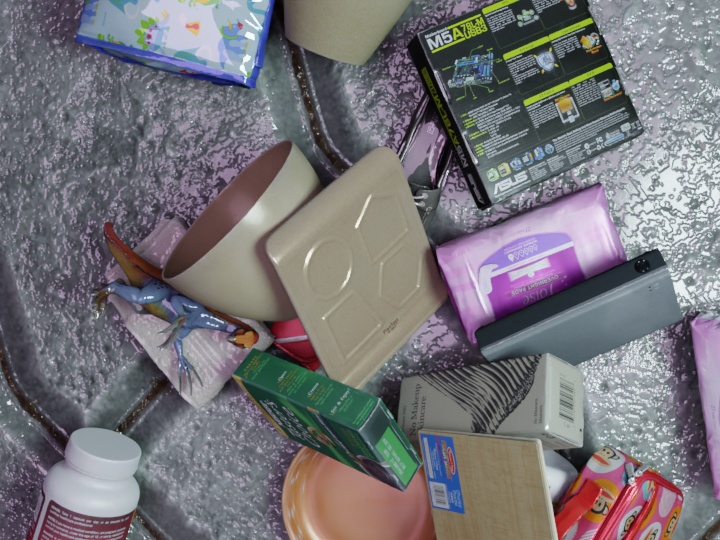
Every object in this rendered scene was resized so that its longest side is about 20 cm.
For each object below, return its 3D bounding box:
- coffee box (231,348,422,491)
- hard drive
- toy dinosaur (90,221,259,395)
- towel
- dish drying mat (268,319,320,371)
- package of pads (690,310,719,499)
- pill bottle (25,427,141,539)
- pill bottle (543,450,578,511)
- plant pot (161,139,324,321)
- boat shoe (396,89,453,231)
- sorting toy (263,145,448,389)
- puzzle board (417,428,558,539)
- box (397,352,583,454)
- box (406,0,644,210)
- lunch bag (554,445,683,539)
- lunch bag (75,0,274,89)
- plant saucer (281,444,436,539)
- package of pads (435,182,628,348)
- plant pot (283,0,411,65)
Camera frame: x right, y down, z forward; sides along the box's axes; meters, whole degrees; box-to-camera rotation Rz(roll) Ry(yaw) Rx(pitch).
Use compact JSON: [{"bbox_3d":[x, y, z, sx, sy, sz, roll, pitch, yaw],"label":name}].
[{"bbox_3d":[-0.038,0.158,0.872,0.199,0.123,0.044,15,57,41],"label":"coffee box"},{"bbox_3d":[0.231,0.057,0.858,0.199,0.140,0.033,-26,57,14],"label":"hard drive"},{"bbox_3d":[-0.203,0.035,0.908,0.180,0.105,0.202,1,78,-10],"label":"toy dinosaur"},{"bbox_3d":[-0.207,0.047,0.965,0.132,0.034,0.200,-41,83,10],"label":"towel"},{"bbox_3d":[-0.027,0.020,0.954,0.077,0.018,0.201,36,98,5],"label":"dish drying mat"},{"bbox_3d":[0.423,0.139,0.846,0.120,0.075,0.202,-7,94,45],"label":"package of pads"},{"bbox_3d":[-0.330,0.298,0.968,0.112,0.113,0.202,20,97,6],"label":"pill bottle"},{"bbox_3d":[0.156,0.291,0.904,0.108,0.109,0.202,23,97,5],"label":"pill bottle"},{"bbox_3d":[-0.099,-0.023,0.888,0.200,0.201,0.134,-43,111,9],"label":"plant pot"},{"bbox_3d":[0.068,-0.122,0.903,0.066,0.057,0.202,19,92,5],"label":"boat shoe"},{"bbox_3d":[0.000,0.000,0.854,0.185,0.036,0.201,-43,124,-27],"label":"sorting toy"},{"bbox_3d":[0.133,0.258,0.809,0.150,0.017,0.202,-5,97,47],"label":"puzzle board"},{"bbox_3d":[0.132,0.146,0.856,0.199,0.068,0.083,-18,56,43],"label":"box"},{"bbox_3d":[0.176,-0.192,0.865,0.199,0.048,0.195,-26,90,-13],"label":"box"},{"bbox_3d":[0.243,0.285,0.851,0.082,0.176,0.201,30,88,44],"label":"lunch bag"},{"bbox_3d":[-0.186,-0.302,0.896,0.198,0.127,0.172,15,96,16],"label":"lunch bag"},{"bbox_3d":[0.007,0.272,0.959,0.198,0.037,0.202,0,94,7],"label":"plant saucer"},{"bbox_3d":[0.192,-0.005,0.893,0.198,0.076,0.121,-22,91,9],"label":"package of pads"},{"bbox_3d":[-0.007,-0.329,0.856,0.186,0.187,0.201,23,111,5],"label":"plant pot"}]
